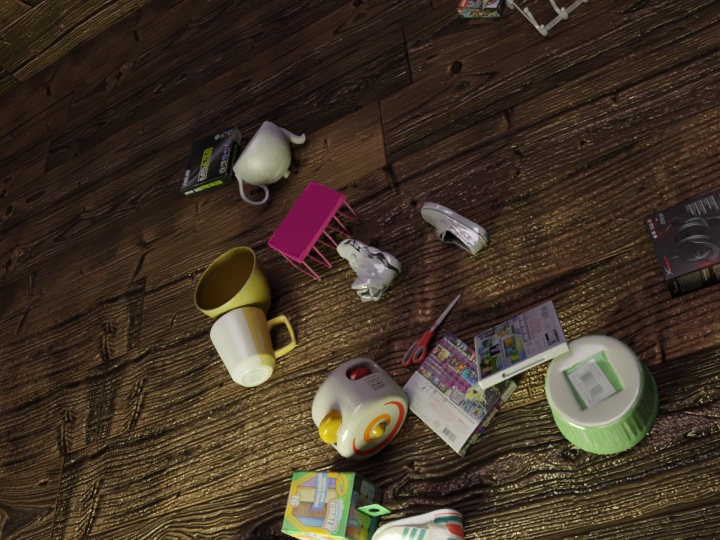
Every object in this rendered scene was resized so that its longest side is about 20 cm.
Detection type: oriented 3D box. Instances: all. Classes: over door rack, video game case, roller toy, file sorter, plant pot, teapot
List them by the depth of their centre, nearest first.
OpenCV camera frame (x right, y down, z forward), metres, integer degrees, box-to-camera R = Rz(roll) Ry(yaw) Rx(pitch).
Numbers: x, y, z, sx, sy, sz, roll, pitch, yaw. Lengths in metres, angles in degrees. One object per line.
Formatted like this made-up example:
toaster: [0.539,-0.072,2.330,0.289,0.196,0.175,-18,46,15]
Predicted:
video game case: [0.310,0.142,1.428,0.179,0.022,0.201,-28,15,15]
roller toy: [0.002,0.289,1.501,0.183,0.200,0.139,-47,52,-4]
video game case: [0.195,0.250,1.502,0.182,0.036,0.199,-51,47,-4]
file sorter: [-0.111,-0.097,1.869,0.138,0.125,0.202,25,76,42]
plant pot: [-0.309,0.062,1.879,0.196,0.142,0.203,-23,41,22]
over door rack: [0.481,-0.719,1.905,0.146,0.067,0.202,-36,48,8]
teapot: [-0.269,-0.317,2.111,0.200,0.145,0.199,-45,17,29]

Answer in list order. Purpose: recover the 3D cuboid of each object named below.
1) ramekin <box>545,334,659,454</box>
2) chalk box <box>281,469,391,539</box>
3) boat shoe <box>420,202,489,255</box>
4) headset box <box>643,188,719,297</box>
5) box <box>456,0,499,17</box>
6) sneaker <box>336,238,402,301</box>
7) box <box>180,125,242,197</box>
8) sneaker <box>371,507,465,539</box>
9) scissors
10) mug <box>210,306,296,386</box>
ramekin: [0.432,0.218,1.321,0.196,0.098,0.205,-17,54,24]
chalk box: [-0.037,0.480,1.453,0.196,0.124,0.127,-6,58,32]
boat shoe: [0.205,-0.097,1.691,0.198,0.074,0.066,29,75,43]
headset box: [0.654,-0.059,1.363,0.196,0.077,0.152,-22,52,23]
box: [0.370,-0.805,2.054,0.134,0.038,0.204,14,70,39]
sneaker: [0.000,0.000,1.765,0.197,0.075,0.116,21,71,37]
box: [-0.476,-0.349,2.329,0.189,0.048,0.205,-12,55,25]
sneaker: [0.107,0.518,1.367,0.196,0.071,0.095,-22,45,17]
scissors: [0.155,0.131,1.615,0.202,0.014,0.073,-57,19,-24]
mug: [-0.266,0.186,1.787,0.185,0.149,0.155,-39,55,15]
